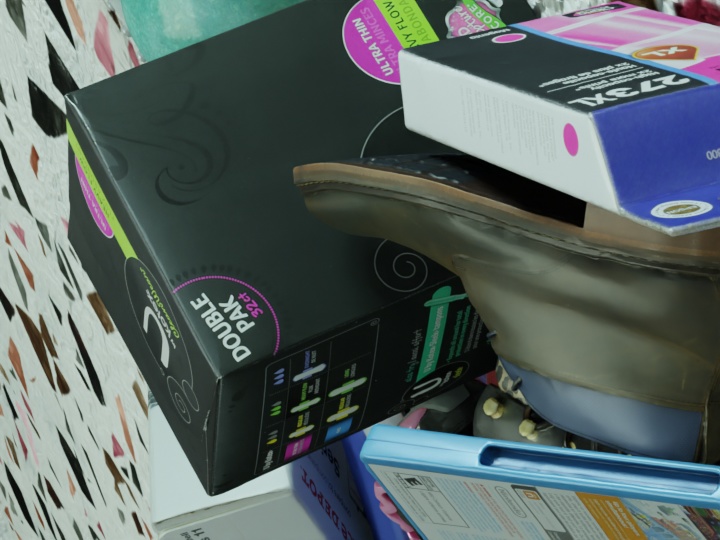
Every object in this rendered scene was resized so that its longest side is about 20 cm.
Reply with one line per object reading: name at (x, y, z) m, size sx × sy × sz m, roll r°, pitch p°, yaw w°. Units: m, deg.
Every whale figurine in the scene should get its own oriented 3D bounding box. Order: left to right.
whale figurine at (-0.063, -0.127, 1.233) m, size 0.159 × 0.104 × 0.200 m, roll 42°, pitch 172°, yaw 0°

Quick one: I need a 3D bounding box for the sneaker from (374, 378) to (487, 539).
sneaker at (0.066, 0.133, 1.144) m, size 0.095 × 0.079 × 0.200 m, roll 34°, pitch 148°, yaw 38°

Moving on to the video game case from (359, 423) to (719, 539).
video game case at (0.113, 0.110, 0.911) m, size 0.200 × 0.018 × 0.143 m, roll 5°, pitch 146°, yaw 35°

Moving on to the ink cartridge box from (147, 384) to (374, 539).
ink cartridge box at (-0.054, 0.087, 1.356) m, size 0.147 × 0.083 × 0.200 m, roll 59°, pitch -160°, yaw -48°

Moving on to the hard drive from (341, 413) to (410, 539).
hard drive at (0.024, 0.137, 1.283) m, size 0.132 × 0.025 × 0.200 m, roll -121°, pitch 12°, yaw -59°

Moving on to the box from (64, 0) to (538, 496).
box at (-0.007, -0.024, 1.047) m, size 0.149 × 0.200 × 0.124 m, roll 60°, pitch 162°, yaw 23°

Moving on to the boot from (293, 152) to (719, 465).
boot at (0.054, 0.010, 0.902) m, size 0.200 × 0.075 × 0.097 m, roll 10°, pitch 103°, yaw 38°

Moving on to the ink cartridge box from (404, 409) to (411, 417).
ink cartridge box at (0.061, 0.111, 1.294) m, size 0.200 × 0.043 × 0.198 m, roll 55°, pitch 160°, yaw 38°

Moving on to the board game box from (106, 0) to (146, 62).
board game box at (-0.074, -0.079, 1.314) m, size 0.200 × 0.026 × 0.200 m, roll 57°, pitch -168°, yaw 30°

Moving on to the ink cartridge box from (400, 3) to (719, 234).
ink cartridge box at (0.096, -0.055, 0.841) m, size 0.200 × 0.095 × 0.037 m, roll -147°, pitch 47°, yaw -62°

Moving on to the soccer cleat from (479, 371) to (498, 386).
soccer cleat at (0.000, 0.000, 1.166) m, size 0.200 × 0.076 × 0.067 m, roll 45°, pitch 159°, yaw -12°

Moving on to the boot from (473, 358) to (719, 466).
boot at (0.111, 0.069, 1.004) m, size 0.151 × 0.073 × 0.200 m, roll 37°, pitch 155°, yaw 41°
